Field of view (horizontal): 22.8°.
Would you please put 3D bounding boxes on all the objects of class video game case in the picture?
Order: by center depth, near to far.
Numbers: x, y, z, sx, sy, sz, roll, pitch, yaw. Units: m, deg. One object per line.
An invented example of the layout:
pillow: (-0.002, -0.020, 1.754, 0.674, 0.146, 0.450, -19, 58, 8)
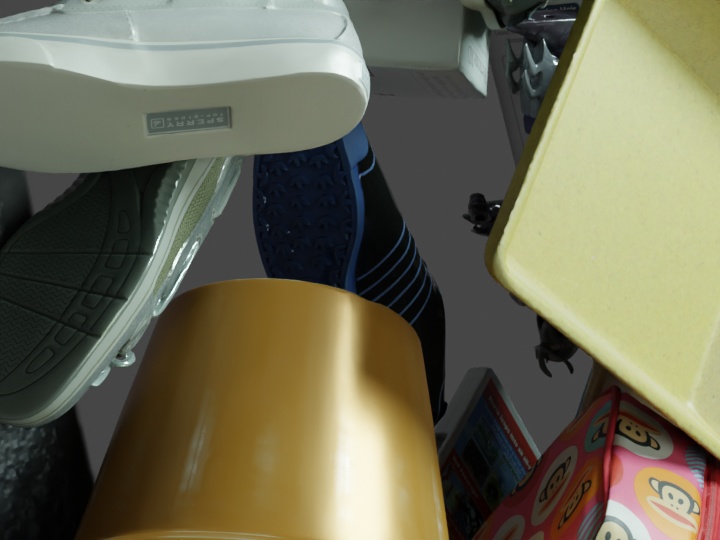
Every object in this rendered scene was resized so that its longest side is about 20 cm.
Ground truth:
video game case: (0.056, 0.174, 0.987, 0.144, 0.017, 0.201, 59, 46, -30)

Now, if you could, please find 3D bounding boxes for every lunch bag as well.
lunch bag: (0.090, 0.168, 0.846, 0.082, 0.201, 0.176, 32, 28, -2)

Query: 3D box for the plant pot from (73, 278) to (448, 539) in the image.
plant pot: (-0.041, 0.113, 0.795, 0.200, 0.199, 0.185, 31, 54, -42)

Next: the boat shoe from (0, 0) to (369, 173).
boat shoe: (-0.096, -0.092, 0.760, 0.072, 0.198, 0.069, 88, -6, -54)

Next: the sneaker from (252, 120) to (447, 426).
sneaker: (0.000, 0.000, 0.909, 0.078, 0.070, 0.202, -28, 115, -50)

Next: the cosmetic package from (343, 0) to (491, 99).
cosmetic package: (0.034, -0.193, 0.899, 0.102, 0.073, 0.202, 13, 80, -78)

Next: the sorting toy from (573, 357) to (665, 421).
sorting toy: (0.166, 0.096, 0.987, 0.184, 0.036, 0.202, -15, 126, -39)

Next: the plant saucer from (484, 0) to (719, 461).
plant saucer: (0.142, -0.034, 0.837, 0.200, 0.048, 0.201, 37, 65, -32)

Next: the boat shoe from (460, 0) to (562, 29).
boat shoe: (0.089, -0.152, 0.858, 0.200, 0.061, 0.074, -35, 127, -75)

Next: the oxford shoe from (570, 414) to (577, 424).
oxford shoe: (0.185, 0.162, 1.102, 0.073, 0.071, 0.201, -49, 124, -38)

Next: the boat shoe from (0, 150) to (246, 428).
boat shoe: (-0.104, -0.010, 0.794, 0.065, 0.074, 0.203, 68, 39, -49)

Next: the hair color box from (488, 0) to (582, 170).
hair color box: (0.122, -0.141, 0.999, 0.060, 0.099, 0.202, -33, 115, -41)

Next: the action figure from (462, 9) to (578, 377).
action figure: (0.110, -0.035, 0.963, 0.069, 0.130, 0.202, -16, 118, -41)
